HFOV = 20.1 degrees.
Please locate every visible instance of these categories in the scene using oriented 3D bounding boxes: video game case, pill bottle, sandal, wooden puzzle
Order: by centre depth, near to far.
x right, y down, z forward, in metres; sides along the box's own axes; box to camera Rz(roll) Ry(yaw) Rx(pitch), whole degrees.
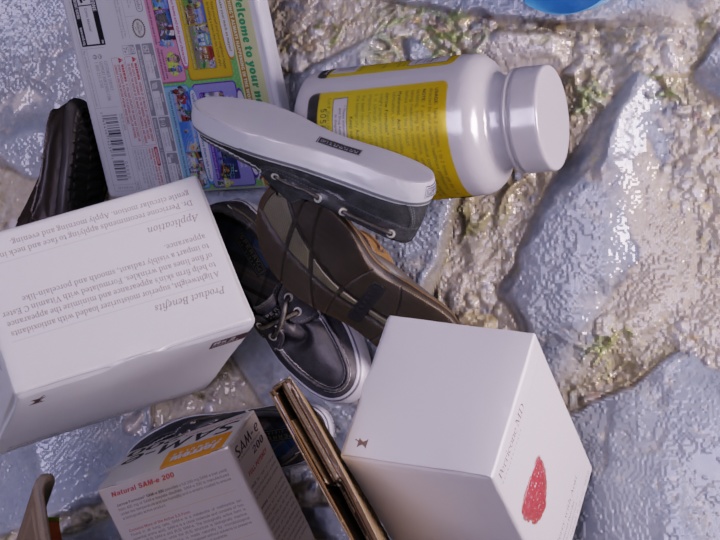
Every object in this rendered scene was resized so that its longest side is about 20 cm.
[{"bbox_3d":[0.057,-0.111,1.586,0.199,0.111,0.112,-4,86,24],"label":"pill bottle"},{"bbox_3d":[0.000,0.000,1.614,0.200,0.055,0.082,35,118,-10],"label":"sandal"},{"bbox_3d":[-0.262,0.296,1.667,0.185,0.037,0.201,117,150,-49],"label":"wooden puzzle"},{"bbox_3d":[-0.150,-0.162,1.688,0.181,0.022,0.201,-3,111,24],"label":"video game case"}]

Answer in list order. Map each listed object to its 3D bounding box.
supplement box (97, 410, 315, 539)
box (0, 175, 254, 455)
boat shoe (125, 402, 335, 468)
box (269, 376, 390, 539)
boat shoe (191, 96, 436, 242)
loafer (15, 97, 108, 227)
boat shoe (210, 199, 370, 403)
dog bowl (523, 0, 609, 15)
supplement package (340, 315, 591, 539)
[{"bbox_3d":[-0.106,0.228,1.625,0.125,0.074,0.201,-19,104,22],"label":"supplement box"},{"bbox_3d":[-0.213,0.039,1.611,0.198,0.200,0.131,-17,77,-21],"label":"box"},{"bbox_3d":[-0.119,0.150,1.675,0.199,0.066,0.070,-10,83,23],"label":"boat shoe"},{"bbox_3d":[-0.009,0.166,1.478,0.021,0.200,0.164,-30,77,-2],"label":"box"},{"bbox_3d":[-0.041,-0.076,1.539,0.199,0.069,0.057,21,116,13],"label":"boat shoe"},{"bbox_3d":[-0.266,-0.050,1.747,0.071,0.073,0.201,6,90,22],"label":"loafer"},{"bbox_3d":[-0.067,0.023,1.650,0.070,0.066,0.201,-37,74,18],"label":"boat shoe"},{"bbox_3d":[0.130,-0.272,1.597,0.199,0.050,0.112,30,99,22],"label":"dog bowl"},{"bbox_3d":[0.083,0.141,1.497,0.119,0.200,0.122,6,59,24],"label":"supplement package"}]
